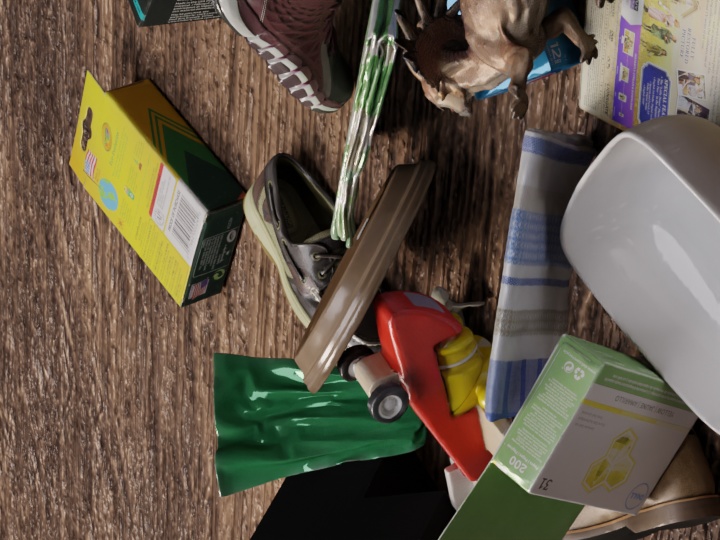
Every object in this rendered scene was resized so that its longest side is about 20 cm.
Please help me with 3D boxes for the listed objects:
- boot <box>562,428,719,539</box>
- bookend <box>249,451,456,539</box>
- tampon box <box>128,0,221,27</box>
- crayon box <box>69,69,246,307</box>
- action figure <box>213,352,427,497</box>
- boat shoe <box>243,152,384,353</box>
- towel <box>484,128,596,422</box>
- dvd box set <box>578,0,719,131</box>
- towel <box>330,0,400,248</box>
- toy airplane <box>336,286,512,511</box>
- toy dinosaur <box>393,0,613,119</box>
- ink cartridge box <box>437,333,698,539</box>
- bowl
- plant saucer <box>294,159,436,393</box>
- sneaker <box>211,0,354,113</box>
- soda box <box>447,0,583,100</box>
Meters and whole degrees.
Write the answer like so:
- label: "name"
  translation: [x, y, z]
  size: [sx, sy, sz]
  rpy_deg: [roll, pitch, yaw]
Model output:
- label: "boot"
  translation: [0.186, 0.163, 1.711]
  size: [0.200, 0.073, 0.076]
  rpy_deg: [-24, 72, 50]
- label: "bookend"
  translation: [0.022, 0.215, 1.874]
  size: [0.198, 0.200, 0.092]
  rpy_deg: [-10, 124, 36]
- label: "tampon box"
  translation: [-0.111, -0.304, 1.771]
  size: [0.200, 0.126, 0.150]
  rpy_deg: [124, 132, -59]
- label: "crayon box"
  translation: [-0.187, -0.082, 2.109]
  size: [0.200, 0.051, 0.127]
  rpy_deg: [49, 142, 26]
- label: "action figure"
  translation: [-0.018, 0.118, 1.885]
  size: [0.055, 0.199, 0.119]
  rpy_deg: [36, -130, -77]
- label: "boat shoe"
  translation: [-0.032, -0.011, 1.908]
  size: [0.200, 0.073, 0.065]
  rpy_deg: [52, 148, 24]
- label: "towel"
  translation: [0.124, 0.002, 1.591]
  size: [0.024, 0.147, 0.201]
  rpy_deg: [9, 93, 18]
- label: "dvd box set"
  translation: [0.223, -0.139, 1.512]
  size: [0.200, 0.029, 0.147]
  rpy_deg: [32, 132, 43]
- label: "towel"
  translation: [0.008, -0.138, 1.752]
  size: [0.153, 0.023, 0.201]
  rpy_deg: [-82, 3, -50]
- label: "toy airplane"
  translation: [0.091, 0.097, 1.758]
  size: [0.200, 0.141, 0.199]
  rpy_deg: [49, 179, 10]
- label: "toy dinosaur"
  translation: [0.089, -0.184, 1.538]
  size: [0.135, 0.086, 0.201]
  rpy_deg: [28, 111, 32]
- label: "ink cartridge box"
  translation: [0.140, 0.148, 1.596]
  size: [0.048, 0.145, 0.200]
  rpy_deg: [37, 102, 38]
- label: "bowl"
  translation: [0.231, -0.002, 1.500]
  size: [0.200, 0.075, 0.200]
  rpy_deg: [51, 156, 12]
- label: "plant saucer"
  translation: [0.000, 0.000, 1.773]
  size: [0.029, 0.200, 0.200]
  rpy_deg: [28, 140, -2]
- label: "sneaker"
  translation: [-0.025, -0.197, 1.770]
  size: [0.115, 0.200, 0.076]
  rpy_deg: [-28, 58, 15]
- label: "soda box"
  translation: [0.087, -0.226, 1.613]
  size: [0.068, 0.064, 0.201]
  rpy_deg: [-20, 90, 36]
